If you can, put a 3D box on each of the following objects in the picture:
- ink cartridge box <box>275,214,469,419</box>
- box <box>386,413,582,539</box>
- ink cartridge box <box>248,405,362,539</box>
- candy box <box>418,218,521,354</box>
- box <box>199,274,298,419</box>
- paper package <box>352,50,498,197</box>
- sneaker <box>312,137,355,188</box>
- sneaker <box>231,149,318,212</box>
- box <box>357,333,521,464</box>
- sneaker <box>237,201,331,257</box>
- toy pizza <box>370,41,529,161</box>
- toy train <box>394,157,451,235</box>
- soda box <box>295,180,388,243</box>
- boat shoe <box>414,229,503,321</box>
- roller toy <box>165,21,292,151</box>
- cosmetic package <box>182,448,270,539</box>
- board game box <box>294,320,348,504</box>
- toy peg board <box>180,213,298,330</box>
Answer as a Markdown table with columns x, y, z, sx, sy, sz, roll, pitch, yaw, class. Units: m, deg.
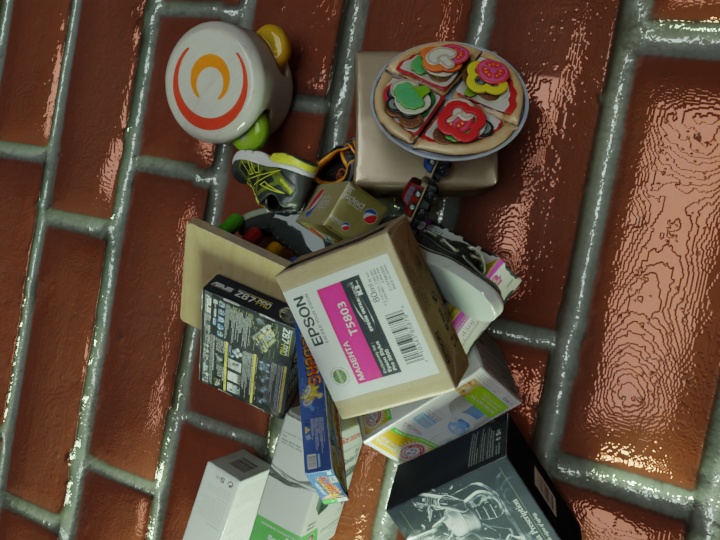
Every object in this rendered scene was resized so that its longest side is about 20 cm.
| x | y | z | sx | sy | sz | roll | pitch | yaw | class |
| --- | --- | --- | --- | --- | --- | --- | --- | --- | --- |
| 0.015 | 0.059 | 0.815 | 0.163 | 0.075 | 0.202 | -21 | 99 | 27 | ink cartridge box |
| 0.165 | 0.327 | 0.900 | 0.181 | 0.104 | 0.201 | -31 | 99 | 21 | box |
| -0.073 | 0.308 | 1.023 | 0.083 | 0.146 | 0.203 | 19 | 96 | 22 | ink cartridge box |
| 0.103 | 0.016 | 0.931 | 0.137 | 0.061 | 0.200 | -53 | 36 | 0 | candy box |
| -0.170 | 0.121 | 1.059 | 0.159 | 0.049 | 0.202 | 22 | 128 | 14 | box |
| 0.087 | -0.200 | 0.954 | 0.197 | 0.103 | 0.194 | 1 | 89 | 3 | paper package |
| 0.006 | -0.173 | 1.040 | 0.199 | 0.077 | 0.079 | -33 | 73 | 19 | sneaker |
| -0.146 | -0.135 | 1.051 | 0.199 | 0.074 | 0.086 | 10 | 83 | 51 | sneaker |
| 0.101 | 0.170 | 0.948 | 0.199 | 0.112 | 0.102 | -35 | 40 | 19 | box |
| -0.110 | -0.047 | 1.091 | 0.197 | 0.075 | 0.108 | -7 | 86 | 23 | sneaker |
| 0.110 | -0.220 | 0.848 | 0.197 | 0.032 | 0.203 | -1 | 60 | 2 | toy pizza |
| 0.077 | -0.098 | 0.895 | 0.045 | 0.034 | 0.202 | 24 | 121 | 0 | toy train |
| -0.031 | -0.076 | 0.944 | 0.064 | 0.200 | 0.068 | 32 | 87 | -15 | soda box |
| 0.114 | -0.006 | 0.824 | 0.063 | 0.071 | 0.200 | -36 | 34 | -12 | boat shoe |
| -0.207 | -0.300 | 1.108 | 0.180 | 0.140 | 0.203 | 13 | 103 | 19 | roller toy |
| -0.223 | 0.406 | 1.115 | 0.071 | 0.101 | 0.203 | 22 | 97 | 24 | cosmetic package |
| -0.051 | 0.181 | 0.885 | 0.034 | 0.136 | 0.202 | -9 | 57 | 2 | board game box |
| -0.171 | 0.019 | 1.085 | 0.197 | 0.098 | 0.202 | 24 | 129 | 10 | toy peg board |
